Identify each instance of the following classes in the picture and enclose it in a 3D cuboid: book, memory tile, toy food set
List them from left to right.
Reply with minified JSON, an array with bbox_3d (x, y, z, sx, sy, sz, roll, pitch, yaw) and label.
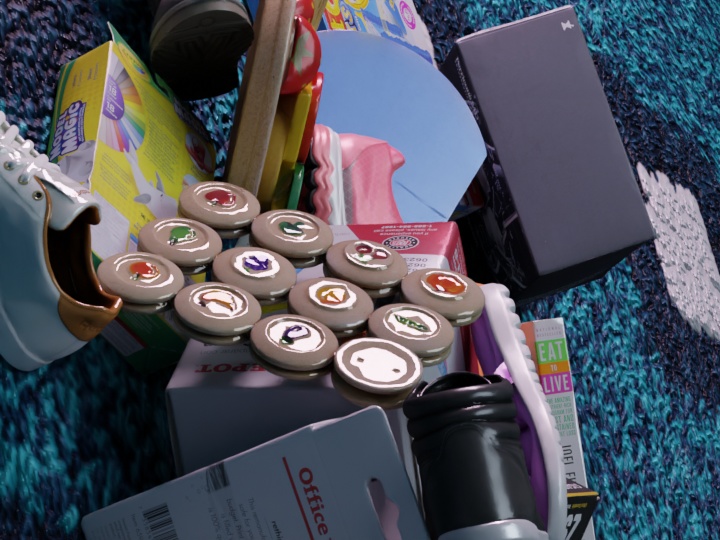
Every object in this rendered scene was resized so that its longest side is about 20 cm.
[{"bbox_3d":[-0.054,-0.113,1.525,0.200,0.048,0.199,-96,-161,-71],"label":"toy food set"},{"bbox_3d":[-0.038,0.010,1.325,0.153,0.199,0.017,-46,153,-54],"label":"memory tile"},{"bbox_3d":[0.123,0.140,1.690,0.134,0.048,0.201,163,-80,-71],"label":"book"}]

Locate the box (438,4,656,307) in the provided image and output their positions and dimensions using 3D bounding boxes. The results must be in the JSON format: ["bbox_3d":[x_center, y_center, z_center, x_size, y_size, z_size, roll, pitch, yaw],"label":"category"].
[{"bbox_3d":[0.139,-0.087,1.884,0.182,0.104,0.201,126,-54,-76],"label":"box"}]

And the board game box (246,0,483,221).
[{"bbox_3d":[0.005,-0.132,1.795,0.196,0.056,0.201,-4,73,-66],"label":"board game box"}]

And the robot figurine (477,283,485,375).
[{"bbox_3d":[0.052,0.097,1.608,0.117,0.144,0.200,39,42,-27],"label":"robot figurine"}]

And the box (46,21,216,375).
[{"bbox_3d":[-0.142,-0.049,1.420,0.117,0.048,0.200,48,33,-37],"label":"box"}]

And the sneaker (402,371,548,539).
[{"bbox_3d":[0.063,0.108,1.261,0.200,0.070,0.100,78,3,-80],"label":"sneaker"}]

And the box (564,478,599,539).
[{"bbox_3d":[0.076,0.212,1.535,0.200,0.049,0.160,9,104,-64],"label":"box"}]

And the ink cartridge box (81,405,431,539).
[{"bbox_3d":[-0.040,0.153,1.261,0.067,0.200,0.116,-7,76,-64],"label":"ink cartridge box"}]

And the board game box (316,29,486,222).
[{"bbox_3d":[-0.008,-0.074,1.661,0.158,0.039,0.200,35,61,-7],"label":"board game box"}]

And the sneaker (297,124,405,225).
[{"bbox_3d":[0.000,0.000,1.571,0.086,0.074,0.201,2,80,-21],"label":"sneaker"}]

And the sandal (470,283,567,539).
[{"bbox_3d":[0.082,0.091,1.379,0.203,0.050,0.083,-104,-171,-51],"label":"sandal"}]

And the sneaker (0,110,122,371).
[{"bbox_3d":[-0.188,-0.052,1.276,0.201,0.084,0.073,65,25,-2],"label":"sneaker"}]

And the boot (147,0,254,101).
[{"bbox_3d":[-0.127,-0.226,1.527,0.182,0.072,0.201,128,-48,-75],"label":"boot"}]

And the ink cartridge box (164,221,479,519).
[{"bbox_3d":[-0.017,0.080,1.400,0.200,0.145,0.145,-70,156,-58],"label":"ink cartridge box"}]
